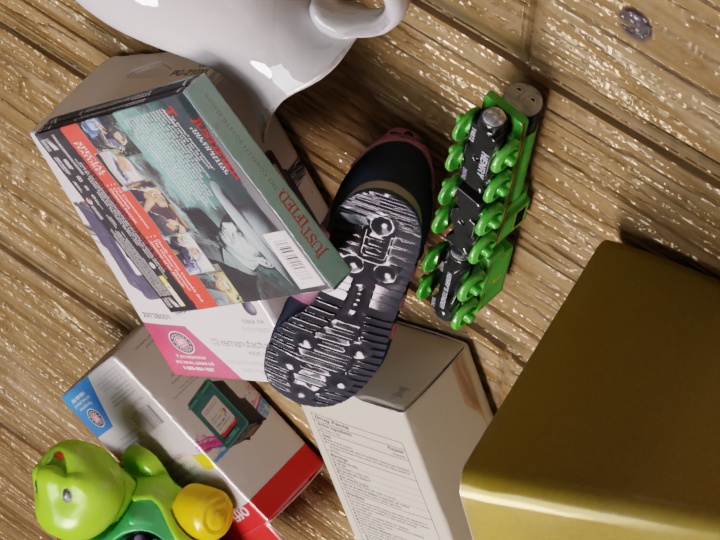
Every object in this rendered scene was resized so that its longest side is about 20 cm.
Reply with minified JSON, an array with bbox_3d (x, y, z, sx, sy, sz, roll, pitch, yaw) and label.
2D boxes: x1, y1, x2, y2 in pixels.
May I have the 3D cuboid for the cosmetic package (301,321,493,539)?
[{"bbox_3d":[0.039,0.130,1.843,0.105,0.071,0.200,18,140,39],"label":"cosmetic package"}]

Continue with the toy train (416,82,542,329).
[{"bbox_3d":[0.071,-0.036,1.620,0.042,0.056,0.200,40,150,18],"label":"toy train"}]

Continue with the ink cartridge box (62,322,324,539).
[{"bbox_3d":[-0.106,0.128,2.020,0.200,0.067,0.116,48,150,-4],"label":"ink cartridge box"}]

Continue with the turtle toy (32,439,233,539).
[{"bbox_3d":[-0.159,0.191,1.993,0.145,0.101,0.200,9,135,45],"label":"turtle toy"}]

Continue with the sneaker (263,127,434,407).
[{"bbox_3d":[0.000,0.000,1.702,0.070,0.082,0.200,24,135,-5],"label":"sneaker"}]

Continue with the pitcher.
[{"bbox_3d":[-0.078,-0.180,1.579,0.200,0.121,0.171,41,143,-13],"label":"pitcher"}]

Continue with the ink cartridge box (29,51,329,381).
[{"bbox_3d":[-0.097,-0.033,1.799,0.145,0.084,0.200,2,129,49],"label":"ink cartridge box"}]

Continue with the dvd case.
[{"bbox_3d":[-0.101,-0.041,1.676,0.146,0.022,0.200,53,154,-15],"label":"dvd case"}]

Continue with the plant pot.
[{"bbox_3d":[0.190,0.129,1.558,0.176,0.200,0.200,9,135,29],"label":"plant pot"}]
